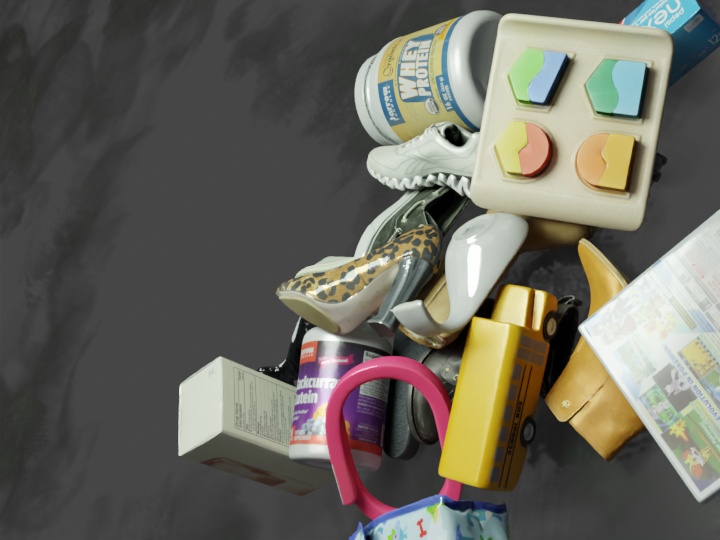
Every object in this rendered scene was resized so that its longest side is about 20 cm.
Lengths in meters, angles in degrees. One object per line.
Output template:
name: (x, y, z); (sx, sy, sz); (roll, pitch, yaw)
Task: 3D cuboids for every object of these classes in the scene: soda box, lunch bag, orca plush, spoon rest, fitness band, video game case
soda box: (0.295, -0.223, 1.190); (0.199, 0.064, 0.069); (-40, 44, 28)
lunch bag: (0.058, 0.337, 1.108); (0.199, 0.126, 0.173); (-31, 54, 44)
orca plush: (-0.072, 0.093, 1.403); (0.199, 0.106, 0.071); (-35, 7, 32)
spoon rest: (0.107, 0.005, 1.114); (0.098, 0.061, 0.200); (-14, 23, 45)
fitness band: (0.038, 0.190, 1.178); (0.141, 0.203, 0.037); (-10, 16, 10)
video game case: (0.319, 0.072, 0.974); (0.182, 0.022, 0.201); (-41, 57, 16)

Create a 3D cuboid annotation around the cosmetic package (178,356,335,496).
cosmetic package: (-0.120, 0.196, 1.335); (0.087, 0.199, 0.105); (-32, 46, 33)

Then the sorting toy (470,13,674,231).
sorting toy: (0.213, -0.153, 1.110); (0.182, 0.036, 0.204); (10, 94, 19)

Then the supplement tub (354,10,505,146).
supplement tub: (0.101, -0.231, 1.358); (0.198, 0.144, 0.147); (-7, 64, 48)

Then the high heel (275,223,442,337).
high heel: (0.000, 0.000, 1.241); (0.198, 0.072, 0.144); (10, 58, 42)

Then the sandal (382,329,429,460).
sandal: (0.068, 0.123, 1.292); (0.076, 0.042, 0.204); (11, 88, 59)

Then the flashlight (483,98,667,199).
flashlight: (0.228, -0.146, 1.157); (0.198, 0.068, 0.068); (31, 135, 18)

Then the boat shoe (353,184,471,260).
boat shoe: (0.066, -0.050, 1.315); (0.063, 0.071, 0.201); (11, 53, 46)

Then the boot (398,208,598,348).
boot: (0.147, 0.003, 1.185); (0.200, 0.066, 0.174); (-48, 21, -17)

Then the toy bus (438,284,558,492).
toy bus: (0.139, 0.115, 1.093); (0.064, 0.078, 0.204); (9, 84, 41)

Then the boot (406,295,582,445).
boot: (0.144, 0.109, 1.178); (0.173, 0.069, 0.203); (13, 78, 53)

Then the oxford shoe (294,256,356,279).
oxford shoe: (0.001, 0.012, 1.410); (0.197, 0.057, 0.077); (-3, 107, 38)

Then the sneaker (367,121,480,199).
sneaker: (0.088, -0.141, 1.305); (0.198, 0.082, 0.075); (8, 37, 39)

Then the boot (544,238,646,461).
boot: (0.232, 0.076, 1.086); (0.144, 0.070, 0.202); (-45, 47, 15)

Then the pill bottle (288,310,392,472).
pill bottle: (-0.020, 0.130, 1.289); (0.110, 0.110, 0.204); (-11, 66, 46)
